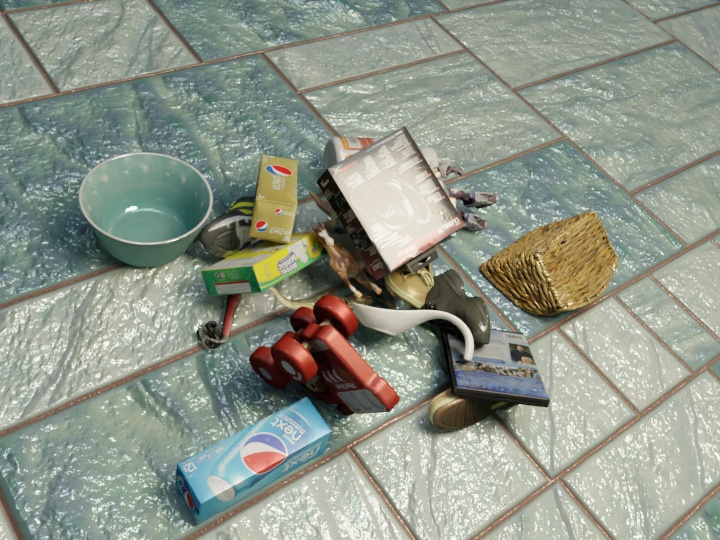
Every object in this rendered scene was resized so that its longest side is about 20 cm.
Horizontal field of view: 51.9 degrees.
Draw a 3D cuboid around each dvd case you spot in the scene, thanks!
[{"bbox_3d":[0.202,0.142,1.148,0.142,0.018,0.200,8,24,-3],"label":"dvd case"}]

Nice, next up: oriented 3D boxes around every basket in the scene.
[{"bbox_3d":[0.349,0.001,1.345,0.200,0.149,0.143,-31,98,-35],"label":"basket"}]

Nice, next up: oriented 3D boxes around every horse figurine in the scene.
[{"bbox_3d":[0.000,0.000,1.196,0.133,0.050,0.200,49,14,26],"label":"horse figurine"}]

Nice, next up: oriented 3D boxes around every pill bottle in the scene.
[{"bbox_3d":[0.037,-0.191,1.382,0.200,0.112,0.112,-1,51,-18],"label":"pill bottle"}]

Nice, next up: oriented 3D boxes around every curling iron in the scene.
[{"bbox_3d":[-0.210,0.041,1.165,0.050,0.026,0.200,17,47,-4],"label":"curling iron"}]

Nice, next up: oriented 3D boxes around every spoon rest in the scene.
[{"bbox_3d":[0.082,0.079,1.133,0.200,0.099,0.061,18,87,15],"label":"spoon rest"}]

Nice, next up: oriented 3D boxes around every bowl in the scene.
[{"bbox_3d":[-0.341,-0.083,1.180,0.201,0.105,0.201,9,48,-10],"label":"bowl"}]

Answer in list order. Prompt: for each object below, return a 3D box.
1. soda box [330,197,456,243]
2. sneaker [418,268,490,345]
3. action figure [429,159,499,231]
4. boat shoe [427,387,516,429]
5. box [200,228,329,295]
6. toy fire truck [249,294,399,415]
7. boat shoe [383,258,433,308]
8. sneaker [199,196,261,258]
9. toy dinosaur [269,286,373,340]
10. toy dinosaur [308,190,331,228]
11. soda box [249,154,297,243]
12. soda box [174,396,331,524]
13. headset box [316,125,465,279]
[{"bbox_3d":[0.054,-0.089,1.204,0.200,0.064,0.069,5,79,-15],"label":"soda box"},{"bbox_3d":[0.146,0.068,1.203,0.091,0.076,0.200,-13,25,-13],"label":"sneaker"},{"bbox_3d":[0.162,-0.127,1.322,0.069,0.130,0.200,9,-3,44],"label":"action figure"},{"bbox_3d":[0.174,0.186,1.139,0.200,0.072,0.076,-8,40,-35],"label":"boat shoe"},{"bbox_3d":[-0.140,-0.019,1.166,0.117,0.048,0.200,-4,20,37],"label":"box"},{"bbox_3d":[-0.048,0.139,1.031,0.168,0.200,0.112,50,61,-8],"label":"toy fire truck"},{"bbox_3d":[0.087,-0.003,1.201,0.073,0.063,0.201,33,20,-5],"label":"boat shoe"},{"bbox_3d":[-0.200,-0.078,1.243,0.085,0.075,0.200,29,31,28],"label":"sneaker"},{"bbox_3d":[-0.053,0.066,1.160,0.200,0.047,0.088,6,44,-43],"label":"toy dinosaur"},{"bbox_3d":[-0.003,-0.096,1.294,0.200,0.086,0.136,25,46,-9],"label":"toy dinosaur"},{"bbox_3d":[-0.138,-0.119,1.191,0.064,0.068,0.200,9,27,-10],"label":"soda box"},{"bbox_3d":[-0.140,0.248,0.980,0.200,0.068,0.064,-24,60,-32],"label":"soda box"},{"bbox_3d":[0.051,-0.094,1.131,0.149,0.077,0.200,-32,91,-19],"label":"headset box"}]
